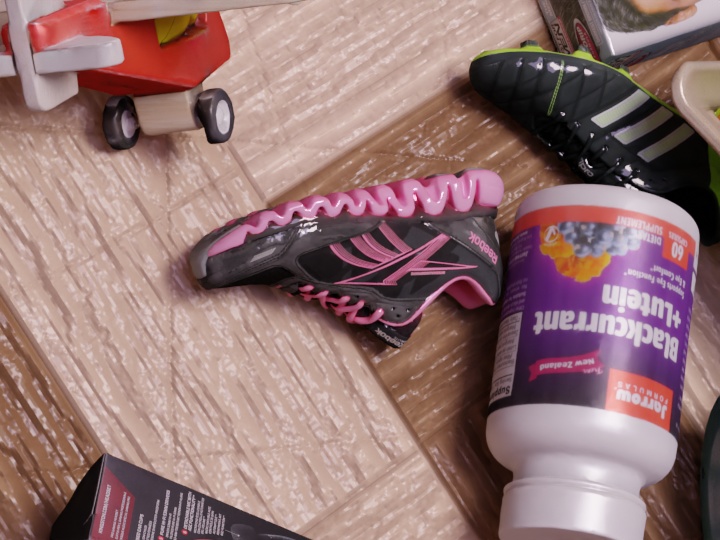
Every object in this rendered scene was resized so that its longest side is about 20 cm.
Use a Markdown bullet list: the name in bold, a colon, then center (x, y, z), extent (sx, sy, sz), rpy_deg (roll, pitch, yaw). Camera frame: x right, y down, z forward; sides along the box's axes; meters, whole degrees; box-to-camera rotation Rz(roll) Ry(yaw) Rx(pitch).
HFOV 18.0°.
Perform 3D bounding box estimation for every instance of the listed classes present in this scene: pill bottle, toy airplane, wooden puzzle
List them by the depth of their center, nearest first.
- **toy airplane**: center (-0.137, -0.145, 1.200), extent (0.198, 0.199, 0.142), rpy_deg (2, 86, -22)
- **pill bottle**: center (0.132, 0.062, 1.314), extent (0.111, 0.111, 0.202), rpy_deg (15, 70, -20)
- **wooden puzzle**: center (0.277, -0.049, 1.372), extent (0.200, 0.037, 0.185), rpy_deg (52, 21, 11)

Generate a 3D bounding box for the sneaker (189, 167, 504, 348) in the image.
- **sneaker**: center (0.000, 0.000, 1.300), extent (0.199, 0.079, 0.096), rpy_deg (-10, 92, -25)

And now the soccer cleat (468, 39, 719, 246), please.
- **soccer cleat**: center (0.153, -0.077, 1.388), extent (0.199, 0.067, 0.082), rpy_deg (21, 68, -21)

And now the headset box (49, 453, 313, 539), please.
- **headset box**: center (-0.087, 0.195, 1.171), extent (0.199, 0.075, 0.149), rpy_deg (24, 40, -17)

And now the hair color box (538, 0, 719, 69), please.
- **hair color box**: center (0.206, -0.197, 1.446), extent (0.199, 0.061, 0.100), rpy_deg (-20, 85, -27)

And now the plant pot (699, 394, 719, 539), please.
- **plant pot**: center (0.305, 0.131, 1.338), extent (0.186, 0.200, 0.202), rpy_deg (0, 76, -9)
